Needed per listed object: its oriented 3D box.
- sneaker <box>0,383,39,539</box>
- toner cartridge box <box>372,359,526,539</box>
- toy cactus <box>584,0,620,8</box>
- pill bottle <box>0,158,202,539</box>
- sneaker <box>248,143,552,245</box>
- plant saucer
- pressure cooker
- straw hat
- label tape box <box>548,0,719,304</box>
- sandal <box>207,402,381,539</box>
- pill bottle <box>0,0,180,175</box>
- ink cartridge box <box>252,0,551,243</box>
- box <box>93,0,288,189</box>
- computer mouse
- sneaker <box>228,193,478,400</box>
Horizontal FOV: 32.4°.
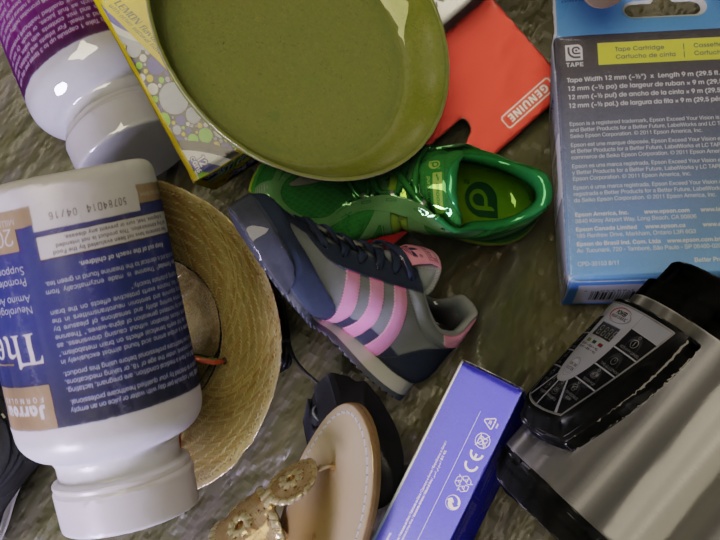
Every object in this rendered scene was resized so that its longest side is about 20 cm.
[{"bbox_3d":[-0.259,0.138,0.774,0.071,0.099,0.200,44,108,13],"label":"sneaker"},{"bbox_3d":[0.039,0.159,0.738,0.043,0.095,0.201,25,80,16],"label":"toner cartridge box"},{"bbox_3d":[0.136,-0.234,0.782,0.198,0.103,0.166,9,44,-27],"label":"toy cactus"},{"bbox_3d":[-0.153,0.044,0.711,0.110,0.111,0.202,-11,95,7],"label":"pill bottle"},{"bbox_3d":[0.028,-0.053,0.769,0.198,0.084,0.075,-2,80,-17],"label":"sneaker"},{"bbox_3d":[-0.038,-0.140,0.736,0.198,0.031,0.202,12,64,-26],"label":"plant saucer"},{"bbox_3d":[0.194,0.093,0.683,0.200,0.179,0.176,-48,62,0],"label":"pressure cooker"},{"bbox_3d":[-0.118,0.037,0.804,0.199,0.085,0.203,4,101,24],"label":"straw hat"},{"bbox_3d":[0.194,-0.083,0.786,0.142,0.066,0.202,-2,72,5],"label":"label tape box"},{"bbox_3d":[-0.058,0.169,0.709,0.078,0.069,0.213,52,128,44],"label":"sandal"},{"bbox_3d":[-0.191,-0.161,0.857,0.112,0.112,0.201,-27,71,2],"label":"pill bottle"},{"bbox_3d":[0.011,-0.124,0.815,0.200,0.044,0.174,-41,88,3],"label":"ink cartridge box"},{"bbox_3d":[-0.117,-0.155,0.769,0.070,0.064,0.201,-30,87,3],"label":"box"},{"bbox_3d":[-0.035,0.071,0.771,0.200,0.034,0.059,49,128,41],"label":"computer mouse"},{"bbox_3d":[0.000,0.000,0.737,0.082,0.200,0.070,-38,49,6],"label":"sneaker"}]
